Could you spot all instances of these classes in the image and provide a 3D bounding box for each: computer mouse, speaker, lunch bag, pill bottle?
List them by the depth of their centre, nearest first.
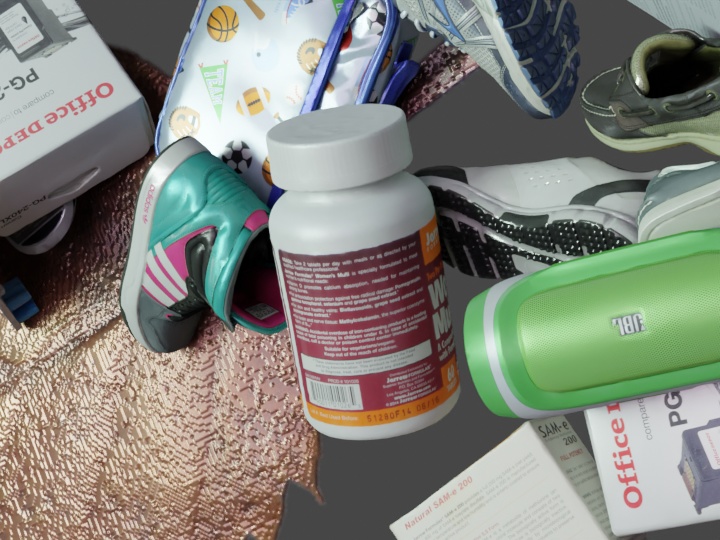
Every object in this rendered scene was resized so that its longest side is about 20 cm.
[{"bbox_3d":[0.163,0.028,0.837,0.199,0.088,0.089,-15,84,26],"label":"speaker"},{"bbox_3d":[0.000,0.000,0.965,0.109,0.110,0.201,1,112,26],"label":"pill bottle"},{"bbox_3d":[-0.048,-0.134,1.040,0.160,0.075,0.201,27,103,21],"label":"lunch bag"},{"bbox_3d":[-0.278,-0.097,1.172,0.109,0.044,0.201,-35,71,15],"label":"computer mouse"}]

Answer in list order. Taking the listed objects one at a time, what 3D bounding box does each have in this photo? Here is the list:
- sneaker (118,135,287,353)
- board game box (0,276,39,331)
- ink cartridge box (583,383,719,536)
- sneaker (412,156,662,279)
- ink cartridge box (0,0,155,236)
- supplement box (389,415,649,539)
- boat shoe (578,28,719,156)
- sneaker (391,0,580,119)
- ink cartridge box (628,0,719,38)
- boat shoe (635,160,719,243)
[{"bbox_3d":[-0.098,0.012,1.032,0.121,0.084,0.201,38,142,20],"label":"sneaker"},{"bbox_3d":[-0.320,-0.066,1.118,0.026,0.200,0.200,-32,74,-10],"label":"board game box"},{"bbox_3d":[0.238,0.070,0.893,0.199,0.084,0.146,-16,82,26],"label":"ink cartridge box"},{"bbox_3d":[0.117,-0.038,0.970,0.199,0.080,0.074,14,138,37],"label":"sneaker"},{"bbox_3d":[-0.267,-0.150,1.107,0.145,0.083,0.200,-33,73,-13],"label":"ink cartridge box"},{"bbox_3d":[0.129,0.210,0.955,0.126,0.073,0.200,-39,75,22],"label":"supplement box"},{"bbox_3d":[0.187,-0.111,0.871,0.072,0.201,0.066,-44,112,-9],"label":"boat shoe"},{"bbox_3d":[0.070,-0.182,0.965,0.085,0.077,0.200,-17,113,49],"label":"sneaker"},{"bbox_3d":[0.177,-0.181,0.857,0.200,0.199,0.041,35,95,20],"label":"ink cartridge box"},{"bbox_3d":[0.252,-0.059,0.845,0.199,0.062,0.073,-21,124,23],"label":"boat shoe"}]
